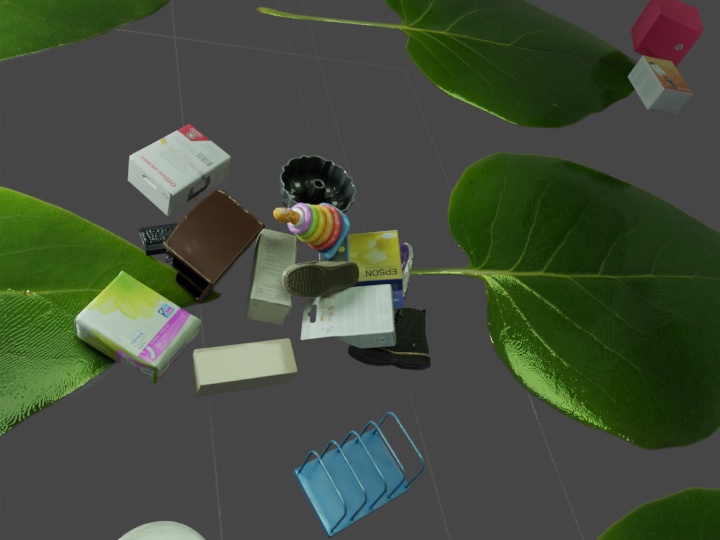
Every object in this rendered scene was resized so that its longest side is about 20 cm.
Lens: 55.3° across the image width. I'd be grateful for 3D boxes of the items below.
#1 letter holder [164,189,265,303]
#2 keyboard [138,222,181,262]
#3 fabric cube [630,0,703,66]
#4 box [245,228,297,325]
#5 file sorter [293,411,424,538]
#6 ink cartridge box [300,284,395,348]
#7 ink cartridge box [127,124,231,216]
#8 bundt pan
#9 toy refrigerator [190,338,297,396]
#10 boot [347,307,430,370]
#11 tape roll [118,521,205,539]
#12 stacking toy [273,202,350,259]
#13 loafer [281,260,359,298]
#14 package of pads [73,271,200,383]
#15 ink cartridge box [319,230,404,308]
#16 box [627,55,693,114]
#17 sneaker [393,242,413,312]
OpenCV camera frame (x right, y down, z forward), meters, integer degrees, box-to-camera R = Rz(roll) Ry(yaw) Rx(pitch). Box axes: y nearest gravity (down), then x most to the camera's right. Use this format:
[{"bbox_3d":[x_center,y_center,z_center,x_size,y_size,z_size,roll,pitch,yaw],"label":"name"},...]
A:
[{"bbox_3d":[-0.329,-0.059,1.492,0.142,0.100,0.201,40,53,-7],"label":"letter holder"},{"bbox_3d":[-0.390,-0.078,1.554,0.198,0.040,0.105,-11,58,-29],"label":"keyboard"},{"bbox_3d":[1.291,-1.017,2.909,0.197,0.197,0.202,20,49,-7],"label":"fabric cube"},{"bbox_3d":[-0.197,0.013,1.536,0.094,0.078,0.202,14,49,-13],"label":"box"},{"bbox_3d":[0.000,0.377,1.301,0.198,0.123,0.139,-19,62,-33],"label":"file sorter"},{"bbox_3d":[-0.025,0.103,1.494,0.197,0.048,0.161,-6,37,4],"label":"ink cartridge box"},{"bbox_3d":[-0.430,-0.242,1.637,0.147,0.086,0.200,40,50,10],"label":"ink cartridge box"},{"bbox_3d":[-0.115,-0.194,1.737,0.199,0.076,0.204,12,50,-15],"label":"bundt pan"},{"bbox_3d":[-0.235,0.196,1.384,0.197,0.070,0.077,-5,62,-25],"label":"toy refrigerator"},{"bbox_3d":[0.063,0.139,1.534,0.198,0.077,0.140,15,61,-29],"label":"boot"},{"bbox_3d":[-0.327,0.512,1.112,0.200,0.037,0.205,11,50,-14],"label":"tape roll"},{"bbox_3d":[-0.126,-0.111,1.547,0.116,0.111,0.199,39,13,34],"label":"stacking toy"},{"bbox_3d":[-0.094,0.017,1.514,0.198,0.068,0.077,-4,96,-38],"label":"loafer"},{"bbox_3d":[-0.442,0.114,1.360,0.198,0.069,0.155,31,47,4],"label":"package of pads"},{"bbox_3d":[0.000,0.000,1.614,0.194,0.047,0.202,-4,51,-1],"label":"ink cartridge box"},{"bbox_3d":[1.168,-0.724,2.684,0.150,0.107,0.202,3,52,-21],"label":"box"},{"bbox_3d":[0.079,0.006,1.662,0.082,0.081,0.202,17,49,-1],"label":"sneaker"}]
